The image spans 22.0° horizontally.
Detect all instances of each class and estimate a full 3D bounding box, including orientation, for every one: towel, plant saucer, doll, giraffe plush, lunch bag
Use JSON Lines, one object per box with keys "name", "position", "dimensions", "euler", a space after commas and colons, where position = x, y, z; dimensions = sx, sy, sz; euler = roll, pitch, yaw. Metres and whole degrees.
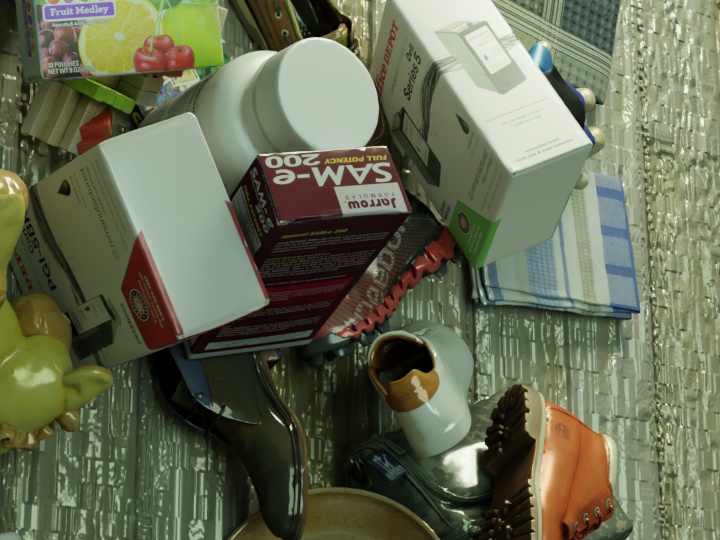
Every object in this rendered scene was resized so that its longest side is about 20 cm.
{"name": "towel", "position": [0.169, -0.274, 1.764], "dimensions": [0.200, 0.035, 0.193], "euler": [24, 67, -32]}
{"name": "plant saucer", "position": [-0.022, 0.263, 1.402], "dimensions": [0.200, 0.035, 0.200], "euler": [-3, 60, 5]}
{"name": "doll", "position": [0.176, -0.136, 1.648], "dimensions": [0.200, 0.048, 0.137], "euler": [8, 67, -70]}
{"name": "towel", "position": [0.174, -0.030, 1.697], "dimensions": [0.200, 0.024, 0.147], "euler": [7, 71, -37]}
{"name": "giraffe plush", "position": [-0.259, 0.048, 1.279], "dimensions": [0.162, 0.173, 0.200], "euler": [36, 67, -32]}
{"name": "lunch bag", "position": [0.097, 0.191, 1.511], "dimensions": [0.200, 0.139, 0.168], "euler": [-18, 71, -39]}

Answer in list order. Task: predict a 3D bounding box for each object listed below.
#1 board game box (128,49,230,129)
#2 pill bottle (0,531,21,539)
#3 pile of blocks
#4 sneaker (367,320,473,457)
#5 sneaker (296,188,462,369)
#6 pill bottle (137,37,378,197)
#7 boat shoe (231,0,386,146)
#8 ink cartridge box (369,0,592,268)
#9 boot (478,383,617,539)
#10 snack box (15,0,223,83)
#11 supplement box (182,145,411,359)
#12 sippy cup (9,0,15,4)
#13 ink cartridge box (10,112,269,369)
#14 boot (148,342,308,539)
{"name": "board game box", "position": [-0.122, -0.104, 1.501], "dimensions": [0.105, 0.023, 0.200], "euler": [-34, 98, -40]}
{"name": "pill bottle", "position": [-0.259, 0.283, 1.229], "dimensions": [0.111, 0.111, 0.200], "euler": [-9, 83, -38]}
{"name": "pile of blocks", "position": [-0.170, -0.163, 1.408], "dimensions": [0.200, 0.062, 0.082], "euler": [-52, 147, -18]}
{"name": "sneaker", "position": [0.045, 0.068, 1.479], "dimensions": [0.073, 0.200, 0.085], "euler": [-31, 109, 6]}
{"name": "sneaker", "position": [0.000, 0.000, 1.529], "dimensions": [0.098, 0.071, 0.200], "euler": [55, 51, -11]}
{"name": "pill bottle", "position": [-0.079, -0.101, 1.389], "dimensions": [0.114, 0.200, 0.114], "euler": [12, 70, -33]}
{"name": "boat shoe", "position": [-0.036, -0.183, 1.556], "dimensions": [0.200, 0.068, 0.072], "euler": [53, 52, -13]}
{"name": "ink cartridge box", "position": [0.092, -0.127, 1.538], "dimensions": [0.084, 0.146, 0.200], "euler": [-22, 64, -21]}
{"name": "boot", "position": [0.150, 0.188, 1.406], "dimensions": [0.107, 0.075, 0.200], "euler": [27, 48, -19]}
{"name": "snack box", "position": [-0.181, -0.241, 1.340], "dimensions": [0.142, 0.053, 0.200], "euler": [-8, 97, -26]}
{"name": "supplement box", "position": [-0.056, -0.011, 1.349], "dimensions": [0.109, 0.200, 0.061], "euler": [-6, 64, -30]}
{"name": "sippy cup", "position": [-0.233, -0.271, 1.407], "dimensions": [0.178, 0.140, 0.130], "euler": [24, 71, -1]}
{"name": "ink cartridge box", "position": [-0.170, -0.010, 1.325], "dimensions": [0.083, 0.200, 0.147], "euler": [-23, 90, -35]}
{"name": "boot", "position": [-0.104, 0.118, 1.415], "dimensions": [0.097, 0.075, 0.200], "euler": [-1, 60, -27]}
